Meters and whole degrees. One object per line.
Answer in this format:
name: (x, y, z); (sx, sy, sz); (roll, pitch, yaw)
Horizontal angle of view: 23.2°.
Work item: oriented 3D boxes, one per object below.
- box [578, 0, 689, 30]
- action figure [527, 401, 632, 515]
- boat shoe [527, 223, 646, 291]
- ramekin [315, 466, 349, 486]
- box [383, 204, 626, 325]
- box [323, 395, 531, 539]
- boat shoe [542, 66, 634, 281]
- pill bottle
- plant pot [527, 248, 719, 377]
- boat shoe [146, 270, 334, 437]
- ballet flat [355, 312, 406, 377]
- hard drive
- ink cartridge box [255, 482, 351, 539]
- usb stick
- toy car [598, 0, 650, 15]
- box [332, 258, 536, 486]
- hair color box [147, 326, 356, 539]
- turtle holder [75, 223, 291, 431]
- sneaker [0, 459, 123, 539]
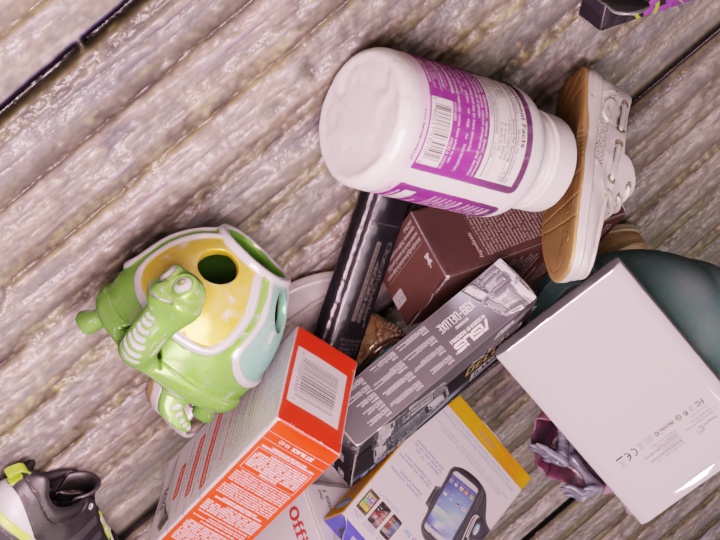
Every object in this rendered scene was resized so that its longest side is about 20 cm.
box: (0.281, -0.293, 1.481); (0.200, 0.036, 0.143); (-23, 139, -27)
action figure: (0.240, 0.120, 1.755); (0.134, 0.149, 0.200); (89, 25, -55)
boat shoe: (0.204, 0.026, 1.694); (0.200, 0.069, 0.074); (-31, 142, -16)
ramekin: (0.037, 0.208, 1.699); (0.202, 0.094, 0.203); (-24, 140, -23)
box: (0.122, -0.029, 1.540); (0.200, 0.075, 0.100); (-21, 163, -29)
box: (0.056, 0.213, 1.575); (0.200, 0.119, 0.041); (-45, -171, -32)
boat shoe: (0.202, -0.077, 1.483); (0.069, 0.200, 0.071); (18, 154, -17)
pill bottle: (0.075, -0.104, 1.397); (0.200, 0.112, 0.112); (11, 118, -39)
plant pot: (0.226, 0.065, 1.569); (0.134, 0.200, 0.200); (21, 113, -27)
boat shoe: (-0.080, 0.077, 1.483); (0.200, 0.069, 0.071); (-34, 143, -11)
ballet flat: (-0.042, 0.113, 1.557); (0.200, 0.065, 0.071); (-43, 149, 3)
hard drive: (0.228, 0.104, 1.480); (0.132, 0.026, 0.200); (-38, 102, 14)
ink cartridge box: (-0.069, 0.303, 1.601); (0.200, 0.145, 0.084); (-38, 149, 31)
usb stick: (0.000, 0.000, 1.464); (0.055, 0.033, 0.200); (10, 100, -58)
toy car: (0.168, -0.260, 1.271); (0.164, 0.200, 0.158); (-36, 143, -9)
box: (0.054, 0.089, 1.496); (0.200, 0.050, 0.158); (-39, 167, -14)
hair color box: (-0.088, 0.150, 1.385); (0.064, 0.111, 0.200); (33, 125, -17)
turtle holder: (-0.132, 0.027, 1.327); (0.132, 0.141, 0.185); (-46, 143, 6)
sneaker: (-0.236, 0.213, 1.473); (0.083, 0.072, 0.200); (-48, 143, 4)
